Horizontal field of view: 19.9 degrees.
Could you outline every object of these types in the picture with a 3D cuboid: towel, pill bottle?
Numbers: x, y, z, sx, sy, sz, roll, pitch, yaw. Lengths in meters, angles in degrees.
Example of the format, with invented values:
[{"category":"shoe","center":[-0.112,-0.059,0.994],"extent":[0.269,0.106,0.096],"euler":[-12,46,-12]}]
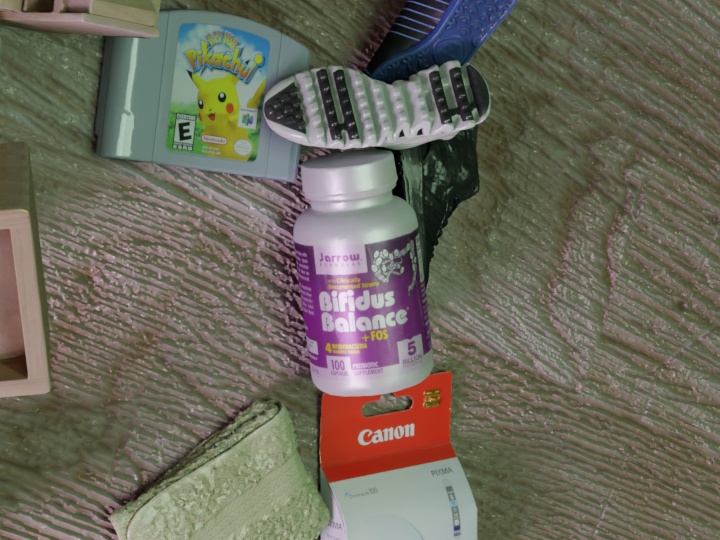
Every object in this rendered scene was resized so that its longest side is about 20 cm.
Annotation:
[{"category":"towel","center":[-0.118,0.219,1.777],"extent":[0.199,0.036,0.149],"euler":[-36,117,-30]},{"category":"pill bottle","center":[0.000,0.000,1.795],"extent":[0.112,0.112,0.202],"euler":[-17,106,-36]}]

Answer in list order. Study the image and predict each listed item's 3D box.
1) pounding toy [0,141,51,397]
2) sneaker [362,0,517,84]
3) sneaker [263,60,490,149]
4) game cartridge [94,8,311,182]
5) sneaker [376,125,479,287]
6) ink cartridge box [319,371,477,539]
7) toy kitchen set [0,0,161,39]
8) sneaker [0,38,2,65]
[{"category":"pounding toy","center":[-0.334,-0.016,1.496],"extent":[0.198,0.143,0.186],"euler":[-5,122,-6]},{"category":"sneaker","center":[0.064,-0.212,1.819],"extent":[0.070,0.078,0.200],"euler":[33,116,-31]},{"category":"sneaker","center":[0.010,-0.132,1.767],"extent":[0.198,0.081,0.076],"euler":[-3,75,-18]},{"category":"game cartridge","center":[-0.128,-0.150,1.725],"extent":[0.199,0.040,0.135],"euler":[5,89,-39]},{"category":"sneaker","center":[0.070,-0.067,1.876],"extent":[0.103,0.060,0.202],"euler":[-7,97,-33]},{"category":"ink cartridge box","center":[0.037,0.204,1.891],"extent":[0.159,0.047,0.202],"euler":[-7,102,-38]},{"category":"toy kitchen set","center":[-0.221,-0.273,1.545],"extent":[0.199,0.162,0.182],"euler":[7,92,-42]},{"category":"sneaker","center":[-0.315,-0.092,1.572],"extent":[0.072,0.072,0.202],"euler":[6,103,2]}]
